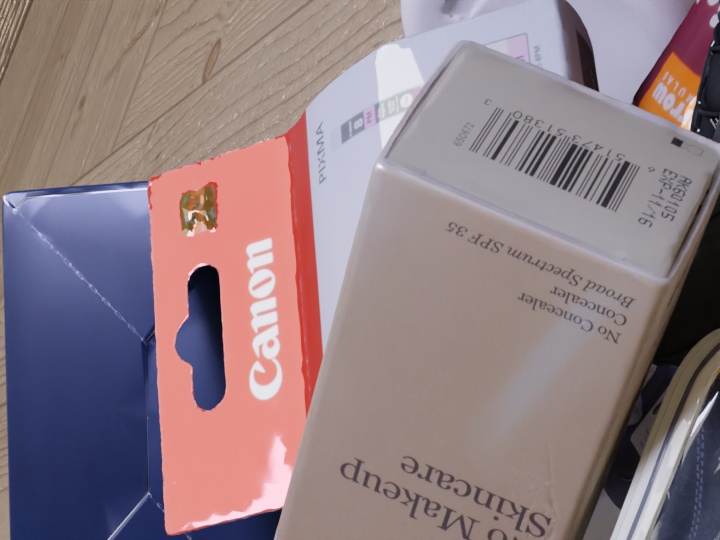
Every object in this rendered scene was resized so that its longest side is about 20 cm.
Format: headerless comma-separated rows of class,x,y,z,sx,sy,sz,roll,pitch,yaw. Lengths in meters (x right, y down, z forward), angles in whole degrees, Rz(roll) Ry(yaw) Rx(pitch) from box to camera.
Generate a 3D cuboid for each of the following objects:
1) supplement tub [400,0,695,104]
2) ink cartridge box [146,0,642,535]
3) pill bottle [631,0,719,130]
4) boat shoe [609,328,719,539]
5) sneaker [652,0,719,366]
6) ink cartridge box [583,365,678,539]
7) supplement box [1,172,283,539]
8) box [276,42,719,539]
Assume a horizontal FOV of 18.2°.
supplement tub,0.119,-0.150,0.983,0.145,0.144,0.200,-39,14,52
ink cartridge box,0.000,0.000,0.850,0.199,0.057,0.164,-14,63,17
pill bottle,0.171,-0.068,0.843,0.201,0.114,0.114,-59,20,17
boat shoe,0.102,0.118,0.671,0.062,0.074,0.201,25,103,33
sneaker,0.138,-0.057,0.723,0.200,0.091,0.076,-50,24,13
ink cartridge box,0.141,0.087,0.778,0.201,0.084,0.145,-55,21,24
supplement box,-0.058,0.066,1.027,0.200,0.133,0.202,8,-101,-72
box,0.037,0.042,0.707,0.078,0.094,0.201,-56,-15,-50
